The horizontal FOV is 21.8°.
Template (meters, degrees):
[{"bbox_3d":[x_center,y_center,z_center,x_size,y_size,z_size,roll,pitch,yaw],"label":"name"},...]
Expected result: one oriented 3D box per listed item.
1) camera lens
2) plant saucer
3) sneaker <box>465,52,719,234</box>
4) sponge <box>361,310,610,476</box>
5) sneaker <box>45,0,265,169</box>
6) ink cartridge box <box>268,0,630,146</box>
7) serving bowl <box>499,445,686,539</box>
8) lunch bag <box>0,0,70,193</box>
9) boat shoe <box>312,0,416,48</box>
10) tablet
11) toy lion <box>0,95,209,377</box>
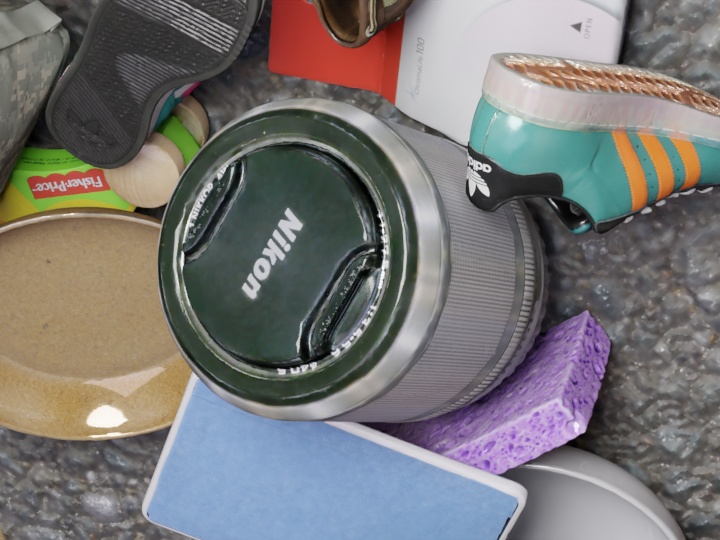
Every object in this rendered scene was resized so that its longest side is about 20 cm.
[{"bbox_3d":[0.000,0.000,0.988,0.159,0.200,0.161,-2,84,26],"label":"camera lens"},{"bbox_3d":[-0.160,0.026,1.102,0.199,0.036,0.201,-4,137,-4],"label":"plant saucer"},{"bbox_3d":[0.134,-0.059,0.969,0.199,0.071,0.080,5,115,-34],"label":"sneaker"},{"bbox_3d":[0.053,0.097,1.105,0.200,0.112,0.030,-29,105,28],"label":"sponge"},{"bbox_3d":[-0.090,-0.144,0.998,0.083,0.121,0.200,36,143,-14],"label":"sneaker"},{"bbox_3d":[0.045,-0.152,1.007,0.199,0.057,0.163,9,121,6],"label":"ink cartridge box"},{"bbox_3d":[0.111,0.180,1.159,0.199,0.066,0.201,7,124,10],"label":"serving bowl"},{"bbox_3d":[-0.254,-0.067,1.002,0.118,0.164,0.200,44,110,0],"label":"lunch bag"},{"bbox_3d":[-0.022,-0.186,0.909,0.075,0.075,0.203,21,157,39],"label":"boat shoe"},{"bbox_3d":[-0.017,0.132,1.066,0.199,0.014,0.130,22,127,-3],"label":"tablet"},{"bbox_3d":[-0.170,-0.005,1.149,0.199,0.069,0.192,-6,123,19],"label":"toy lion"}]
